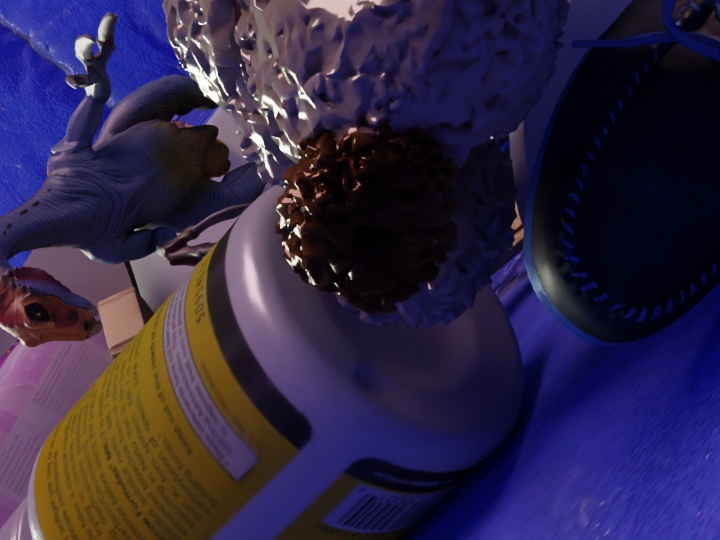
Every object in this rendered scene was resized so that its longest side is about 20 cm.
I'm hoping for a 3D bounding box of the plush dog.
[{"bbox_3d":[0.004,-0.084,0.645,0.172,0.160,0.201,-152,80,-71],"label":"plush dog"}]

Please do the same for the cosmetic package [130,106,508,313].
[{"bbox_3d":[-0.015,-0.049,1.085,0.200,0.081,0.113,-45,-21,31],"label":"cosmetic package"}]

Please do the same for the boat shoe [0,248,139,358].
[{"bbox_3d":[-0.131,0.072,1.109,0.063,0.073,0.203,-51,-38,-68],"label":"boat shoe"}]

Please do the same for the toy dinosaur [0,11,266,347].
[{"bbox_3d":[-0.089,-0.021,0.928,0.181,0.105,0.200,-33,-7,-26],"label":"toy dinosaur"}]

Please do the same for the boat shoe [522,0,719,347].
[{"bbox_3d":[0.113,-0.069,0.646,0.201,0.084,0.069,-58,14,-19],"label":"boat shoe"}]

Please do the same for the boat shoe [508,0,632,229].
[{"bbox_3d":[0.079,-0.080,0.788,0.068,0.071,0.201,132,148,-58],"label":"boat shoe"}]

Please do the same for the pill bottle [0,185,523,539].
[{"bbox_3d":[-0.045,0.070,0.801,0.200,0.114,0.114,-46,11,34],"label":"pill bottle"}]

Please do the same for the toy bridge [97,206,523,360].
[{"bbox_3d":[0.000,0.000,0.854,0.199,0.067,0.027,-23,56,5],"label":"toy bridge"}]

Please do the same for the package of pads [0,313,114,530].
[{"bbox_3d":[-0.154,0.108,0.955,0.121,0.076,0.200,-45,12,26],"label":"package of pads"}]
